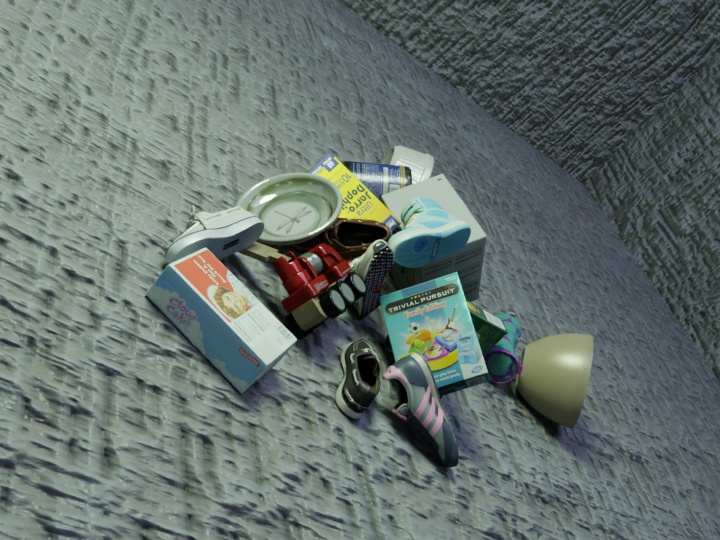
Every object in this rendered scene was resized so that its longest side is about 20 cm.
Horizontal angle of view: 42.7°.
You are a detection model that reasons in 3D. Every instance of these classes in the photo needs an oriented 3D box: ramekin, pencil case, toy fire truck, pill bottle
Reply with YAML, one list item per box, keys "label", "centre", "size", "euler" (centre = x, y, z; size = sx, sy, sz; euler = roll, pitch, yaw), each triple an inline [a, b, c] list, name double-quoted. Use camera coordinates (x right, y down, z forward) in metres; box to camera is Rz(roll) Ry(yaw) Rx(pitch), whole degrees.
- label: "ramekin"
  centre: [0.081, -0.192, 2.102]
  size: [0.094, 0.203, 0.203]
  euler: [26, 26, -9]
- label: "pencil case"
  centre: [0.305, 0.165, 1.988]
  size: [0.092, 0.086, 0.200]
  euler: [14, 24, 6]
- label: "toy fire truck"
  centre: [-0.109, 0.000, 1.551]
  size: [0.201, 0.128, 0.176]
  euler: [58, 23, -1]
- label: "pill bottle"
  centre: [0.004, -0.173, 1.946]
  size: [0.198, 0.113, 0.112]
  euler: [4, 32, -6]

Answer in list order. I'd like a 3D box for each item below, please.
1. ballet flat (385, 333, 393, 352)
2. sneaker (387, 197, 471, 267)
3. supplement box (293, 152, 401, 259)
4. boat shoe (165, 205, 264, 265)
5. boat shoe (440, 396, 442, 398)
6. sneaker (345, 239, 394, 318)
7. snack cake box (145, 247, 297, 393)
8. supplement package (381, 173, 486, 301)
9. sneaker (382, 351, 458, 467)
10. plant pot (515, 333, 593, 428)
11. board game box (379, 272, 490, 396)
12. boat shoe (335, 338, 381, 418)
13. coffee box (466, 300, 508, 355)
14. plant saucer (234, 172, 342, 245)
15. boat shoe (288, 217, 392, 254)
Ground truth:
- label: "ballet flat"
  centre: [0.131, 0.144, 1.735]
  size: [0.199, 0.069, 0.068]
  euler: [24, -3, -41]
- label: "sneaker"
  centre: [0.098, -0.076, 1.714]
  size: [0.199, 0.080, 0.130]
  euler: [-11, 42, -42]
- label: "supplement box"
  centre: [-0.039, -0.109, 1.801]
  size: [0.200, 0.110, 0.109]
  euler: [44, 60, 1]
- label: "boat shoe"
  centre: [-0.246, -0.064, 1.452]
  size: [0.086, 0.075, 0.201]
  euler: [40, 39, 19]
- label: "boat shoe"
  centre: [0.140, 0.146, 1.665]
  size: [0.066, 0.057, 0.202]
  euler: [22, 63, -29]
- label: "sneaker"
  centre: [0.000, 0.000, 1.670]
  size: [0.070, 0.200, 0.093]
  euler: [-33, 64, -26]
- label: "snack cake box"
  centre: [-0.199, 0.069, 1.331]
  size: [0.200, 0.067, 0.115]
  euler: [45, 24, 4]
- label: "supplement package"
  centre: [0.143, -0.046, 1.884]
  size: [0.201, 0.146, 0.192]
  euler: [88, -23, -51]
- label: "sneaker"
  centre: [0.097, 0.241, 1.525]
  size: [0.202, 0.081, 0.070]
  euler: [68, -19, 1]
- label: "plant pot"
  centre: [0.407, 0.222, 1.968]
  size: [0.133, 0.202, 0.200]
  euler: [13, 22, 7]
- label: "board game box"
  centre: [0.129, 0.119, 1.626]
  size: [0.047, 0.150, 0.201]
  euler: [61, 13, -61]
- label: "boat shoe"
  centre: [0.004, 0.164, 1.516]
  size: [0.074, 0.060, 0.200]
  euler: [40, 23, -8]
- label: "coffee box"
  centre: [0.184, 0.112, 1.831]
  size: [0.199, 0.123, 0.044]
  euler: [27, 29, -32]
- label: "plant saucer"
  centre: [-0.128, -0.101, 1.670]
  size: [0.201, 0.198, 0.051]
  euler: [-109, -171, -48]
- label: "boat shoe"
  centre: [-0.040, -0.066, 1.695]
  size: [0.070, 0.198, 0.071]
  euler: [48, 39, -86]
